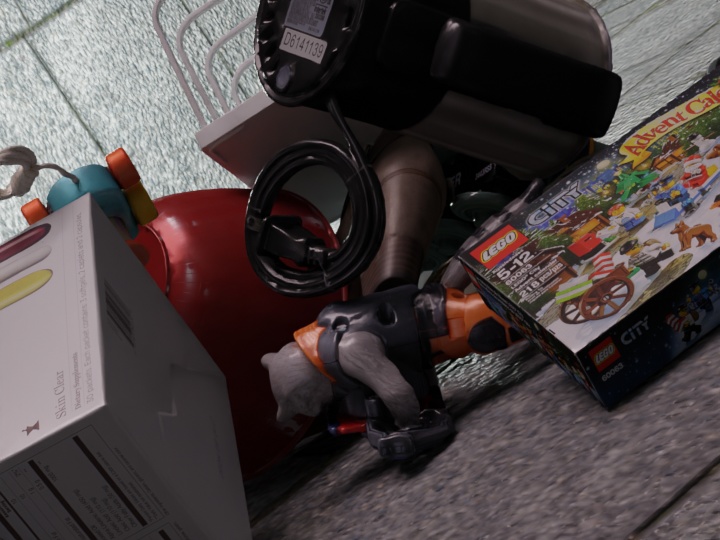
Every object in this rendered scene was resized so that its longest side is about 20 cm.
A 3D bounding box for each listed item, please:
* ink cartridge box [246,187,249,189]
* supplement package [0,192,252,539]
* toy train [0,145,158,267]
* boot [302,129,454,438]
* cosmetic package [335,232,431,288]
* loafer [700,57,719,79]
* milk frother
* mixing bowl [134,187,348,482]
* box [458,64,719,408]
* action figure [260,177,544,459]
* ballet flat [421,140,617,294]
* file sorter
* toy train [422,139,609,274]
[{"bbox_3d":[-0.107,0.057,1.411,0.199,0.145,0.084,-36,-10,-5],"label":"ink cartridge box"},{"bbox_3d":[-0.146,0.088,1.058,0.110,0.156,0.201,-29,33,8],"label":"supplement package"},{"bbox_3d":[-0.191,0.016,1.152,0.149,0.056,0.201,-8,-38,-41],"label":"toy train"},{"bbox_3d":[0.000,0.000,1.316,0.200,0.070,0.147,-50,25,40],"label":"boot"},{"bbox_3d":[0.081,-0.046,1.521,0.199,0.085,0.108,-30,10,32],"label":"cosmetic package"},{"bbox_3d":[0.205,-0.070,1.150,0.063,0.072,0.200,-38,7,23],"label":"loafer"},{"bbox_3d":[0.036,-0.081,1.172,0.201,0.187,0.181,-62,35,20],"label":"milk frother"},{"bbox_3d":[-0.115,0.030,1.266,0.199,0.202,0.108,-30,-34,35],"label":"mixing bowl"},{"bbox_3d":[0.161,-0.029,0.987,0.199,0.038,0.137,-36,29,-7],"label":"box"},{"bbox_3d":[0.032,0.030,1.147,0.192,0.105,0.200,-24,11,-7],"label":"action figure"},{"bbox_3d":[0.115,-0.017,1.207,0.200,0.068,0.062,-40,-26,29],"label":"ballet flat"},{"bbox_3d":[-0.035,-0.135,1.355,0.138,0.125,0.200,-32,-23,10],"label":"file sorter"},{"bbox_3d":[0.094,-0.043,1.353,0.200,0.113,0.086,145,137,-61],"label":"toy train"}]
